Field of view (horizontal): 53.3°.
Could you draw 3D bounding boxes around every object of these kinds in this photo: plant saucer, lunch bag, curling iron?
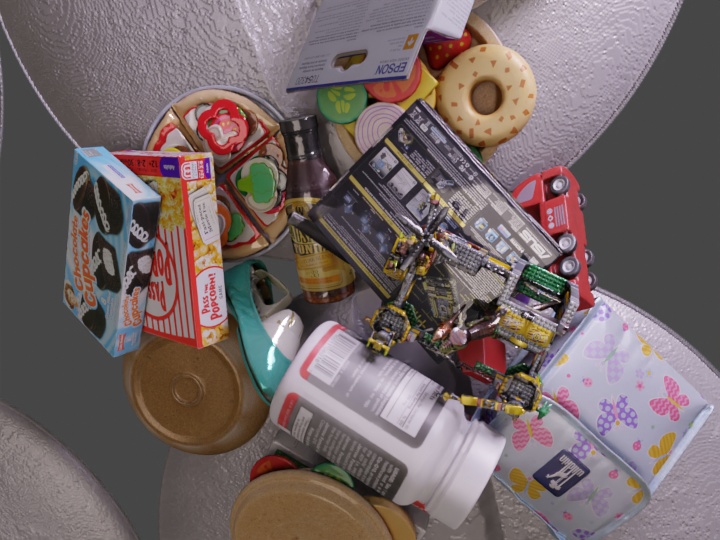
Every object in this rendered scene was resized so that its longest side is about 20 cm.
[{"bbox_3d":[-0.206,0.140,0.876,0.198,0.035,0.202,2,103,9],"label":"plant saucer"},{"bbox_3d":[0.224,0.157,0.729,0.170,0.127,0.200,44,81,-1],"label":"lunch bag"},{"bbox_3d":[0.000,0.000,0.767,0.200,0.025,0.050,40,78,-28],"label":"curling iron"}]

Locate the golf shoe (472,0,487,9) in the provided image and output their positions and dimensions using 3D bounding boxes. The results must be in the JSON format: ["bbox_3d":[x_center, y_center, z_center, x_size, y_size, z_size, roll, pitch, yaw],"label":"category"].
[{"bbox_3d":[0.156,-0.297,0.664,0.199,0.092,0.076,-30,108,-4],"label":"golf shoe"}]

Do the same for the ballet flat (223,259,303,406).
[{"bbox_3d":[-0.101,0.053,0.773,0.070,0.201,0.067,-36,135,5],"label":"ballet flat"}]

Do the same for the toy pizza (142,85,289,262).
[{"bbox_3d":[-0.160,-0.106,0.813,0.198,0.032,0.202,2,103,9],"label":"toy pizza"}]

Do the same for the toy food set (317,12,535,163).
[{"bbox_3d":[0.062,-0.175,0.742,0.200,0.049,0.198,43,106,-2],"label":"toy food set"}]

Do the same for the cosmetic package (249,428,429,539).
[{"bbox_3d":[-0.025,0.268,0.847,0.199,0.085,0.108,29,110,4],"label":"cosmetic package"}]

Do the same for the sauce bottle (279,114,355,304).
[{"bbox_3d":[-0.051,-0.065,0.780,0.065,0.066,0.202,-9,106,12],"label":"sauce bottle"}]

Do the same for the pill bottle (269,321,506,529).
[{"bbox_3d":[0.025,0.144,0.671,0.199,0.114,0.115,31,106,11],"label":"pill bottle"}]

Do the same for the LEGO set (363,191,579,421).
[{"bbox_3d":[0.093,0.043,0.611,0.199,0.116,0.154,34,105,10],"label":"LEGO set"}]

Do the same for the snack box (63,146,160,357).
[{"bbox_3d":[-0.277,-0.019,0.788,0.116,0.037,0.201,36,124,30],"label":"snack box"}]

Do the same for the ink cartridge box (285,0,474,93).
[{"bbox_3d":[0.029,-0.247,0.647,0.043,0.196,0.202,23,85,-36],"label":"ink cartridge box"}]

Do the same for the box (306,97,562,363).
[{"bbox_3d":[0.070,-0.037,0.695,0.161,0.049,0.200,-44,82,14],"label":"box"}]

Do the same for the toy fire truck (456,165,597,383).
[{"bbox_3d":[0.164,0.004,0.732,0.140,0.049,0.202,-19,58,35],"label":"toy fire truck"}]

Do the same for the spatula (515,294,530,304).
[{"bbox_3d":[0.090,0.011,0.800,0.198,0.021,0.057,17,123,9],"label":"spatula"}]

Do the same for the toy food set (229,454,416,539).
[{"bbox_3d":[-0.053,0.292,0.787,0.197,0.049,0.200,36,118,-1],"label":"toy food set"}]

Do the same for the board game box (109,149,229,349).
[{"bbox_3d":[-0.215,-0.028,0.787,0.151,0.046,0.202,8,108,40],"label":"board game box"}]

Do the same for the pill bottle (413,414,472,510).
[{"bbox_3d":[0.021,0.171,0.794,0.199,0.114,0.115,28,106,3],"label":"pill bottle"}]
